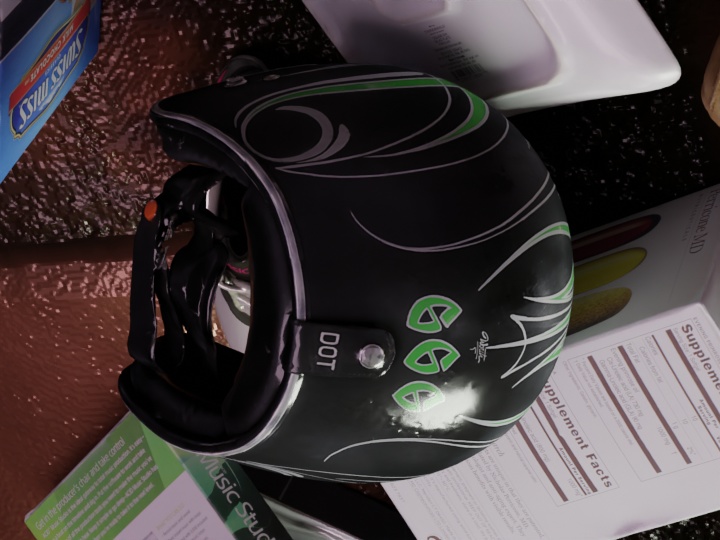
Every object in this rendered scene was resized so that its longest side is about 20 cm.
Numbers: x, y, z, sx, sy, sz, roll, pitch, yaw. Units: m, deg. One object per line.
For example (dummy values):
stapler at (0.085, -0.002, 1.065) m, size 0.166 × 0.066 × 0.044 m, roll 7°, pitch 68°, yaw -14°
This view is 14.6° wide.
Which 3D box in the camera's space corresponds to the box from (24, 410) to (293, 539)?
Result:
box at (-0.083, 0.175, 1.498) m, size 0.200 × 0.036 × 0.144 m, roll 53°, pitch 135°, yaw 6°

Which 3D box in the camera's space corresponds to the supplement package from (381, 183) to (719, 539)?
supplement package at (0.112, 0.055, 1.345) m, size 0.199 × 0.114 × 0.110 m, roll -20°, pitch 115°, yaw 30°

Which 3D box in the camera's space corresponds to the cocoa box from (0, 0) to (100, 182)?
cocoa box at (-0.234, -0.147, 1.325) m, size 0.199 × 0.134 × 0.132 m, roll 15°, pitch 128°, yaw 11°

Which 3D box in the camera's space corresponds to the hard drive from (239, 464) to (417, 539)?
hard drive at (-0.002, 0.189, 1.530) m, size 0.199 × 0.038 × 0.140 m, roll 24°, pitch 128°, yaw 3°

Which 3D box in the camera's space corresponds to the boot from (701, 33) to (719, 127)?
boot at (0.235, -0.155, 1.179) m, size 0.174 × 0.066 × 0.201 m, roll -13°, pitch 145°, yaw -13°

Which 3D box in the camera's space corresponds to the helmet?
helmet at (0.000, 0.000, 1.234) m, size 0.199 × 0.190 × 0.202 m, roll 9°, pitch 101°, yaw 51°

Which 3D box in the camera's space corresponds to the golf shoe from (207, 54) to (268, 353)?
golf shoe at (-0.052, -0.005, 1.384) m, size 0.077 × 0.088 × 0.201 m, roll 5°, pitch 126°, yaw 16°

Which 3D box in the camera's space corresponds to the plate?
plate at (0.022, -0.141, 1.246) m, size 0.199 × 0.032 × 0.200 m, roll -9°, pitch 124°, yaw 55°
